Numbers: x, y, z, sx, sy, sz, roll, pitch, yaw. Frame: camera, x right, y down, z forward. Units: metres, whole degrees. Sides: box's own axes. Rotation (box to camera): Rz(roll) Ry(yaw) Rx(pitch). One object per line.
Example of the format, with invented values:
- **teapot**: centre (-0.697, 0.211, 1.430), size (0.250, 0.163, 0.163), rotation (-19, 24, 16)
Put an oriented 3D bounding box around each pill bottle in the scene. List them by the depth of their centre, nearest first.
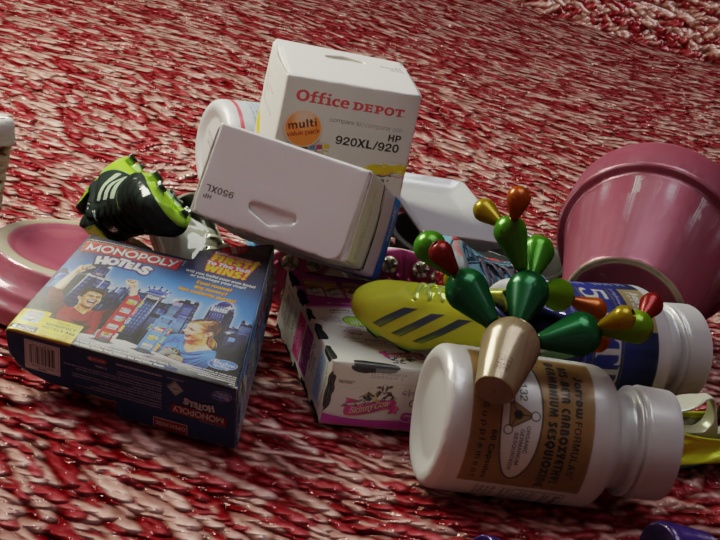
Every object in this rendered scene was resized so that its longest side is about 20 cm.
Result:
- **pill bottle**: centre (0.147, 0.126, 1.339), size (0.198, 0.115, 0.114), rotation (9, 20, -12)
- **pill bottle**: centre (0.211, 0.071, 1.527), size (0.199, 0.121, 0.120), rotation (3, 22, -26)
- **pill bottle**: centre (-0.079, -0.132, 1.917), size (0.199, 0.110, 0.109), rotation (3, 22, -27)

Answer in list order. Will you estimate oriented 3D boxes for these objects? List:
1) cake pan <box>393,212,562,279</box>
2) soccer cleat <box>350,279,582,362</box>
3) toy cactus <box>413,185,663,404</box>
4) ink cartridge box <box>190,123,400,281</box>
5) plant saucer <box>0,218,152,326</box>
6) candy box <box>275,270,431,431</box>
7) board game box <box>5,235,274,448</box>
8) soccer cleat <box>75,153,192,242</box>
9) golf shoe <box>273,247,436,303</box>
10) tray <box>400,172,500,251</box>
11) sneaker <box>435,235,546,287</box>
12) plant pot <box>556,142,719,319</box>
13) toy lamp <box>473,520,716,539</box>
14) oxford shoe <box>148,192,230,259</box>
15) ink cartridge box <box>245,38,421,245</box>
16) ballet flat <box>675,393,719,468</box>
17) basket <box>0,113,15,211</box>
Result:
- **cake pan**: centre (0.125, -0.013, 1.828), size (0.199, 0.037, 0.200), rotation (11, 20, -4)
- **soccer cleat**: centre (0.091, 0.035, 1.400), size (0.199, 0.084, 0.065), rotation (16, 47, 8)
- **toy cactus**: centre (0.130, 0.029, 1.295), size (0.199, 0.102, 0.166), rotation (27, 49, -4)
- **ink cartridge box**: centre (-0.052, -0.057, 1.502), size (0.144, 0.085, 0.200), rotation (18, -2, 9)
- **plant saucer**: centre (-0.257, 0.003, 1.517), size (0.199, 0.051, 0.201), rotation (11, 19, -4)
- **candy box**: centre (0.012, 0.071, 1.486), size (0.135, 0.061, 0.200), rotation (8, 19, -16)
- **board game box**: centre (-0.155, 0.041, 1.390), size (0.199, 0.062, 0.200), rotation (14, 34, 14)
- **soccer cleat**: centre (-0.203, -0.051, 1.493), size (0.068, 0.081, 0.200), rotation (49, -7, -21)
- **golf shoe**: centre (0.000, 0.000, 1.662), size (0.198, 0.076, 0.092), rotation (10, 16, -12)
- **tray**: centre (0.088, -0.063, 1.851), size (0.107, 0.022, 0.200), rotation (7, 21, -17)
- **sneaker**: centre (0.128, 0.009, 1.593), size (0.095, 0.080, 0.200), rotation (-5, -9, 17)
- **plant pot**: centre (0.284, -0.002, 1.702), size (0.199, 0.201, 0.179), rotation (17, 35, 12)
- **toy lamp**: centre (0.172, 0.210, 1.213), size (0.199, 0.059, 0.058), rotation (3, 22, -29)
- **oxford shoe**: centre (-0.138, 0.002, 1.509), size (0.075, 0.058, 0.201), rotation (33, 23, -46)
- **ink cartridge box**: centre (-0.035, -0.120, 1.774), size (0.146, 0.201, 0.145), rotation (8, 20, -12)
- **ballet flat**: centre (0.309, 0.139, 1.481), size (0.199, 0.068, 0.067), rotation (2, 22, -29)
- **basket**: centre (-0.429, -0.102, 1.565), size (0.135, 0.124, 0.199), rotation (-11, 28, -43)
